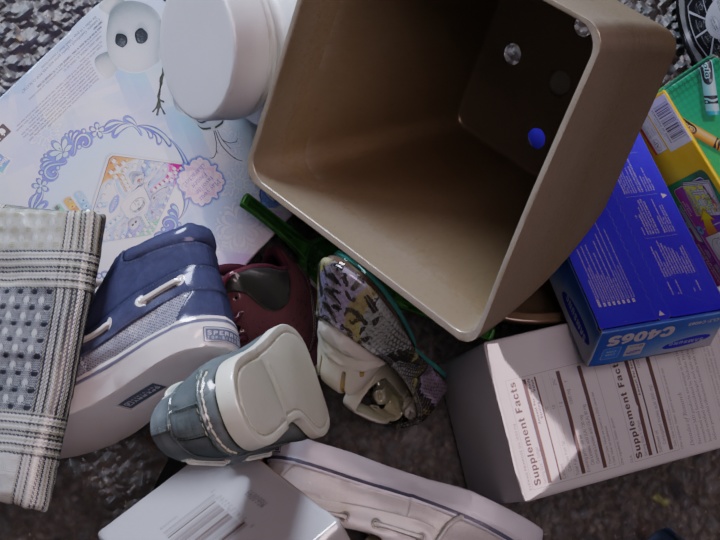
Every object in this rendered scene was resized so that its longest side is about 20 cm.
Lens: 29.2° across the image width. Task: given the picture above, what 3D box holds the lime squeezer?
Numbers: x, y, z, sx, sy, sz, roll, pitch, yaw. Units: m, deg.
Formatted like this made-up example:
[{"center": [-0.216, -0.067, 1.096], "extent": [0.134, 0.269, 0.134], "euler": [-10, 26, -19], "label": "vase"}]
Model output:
[{"center": [0.000, 0.000, 0.971], "extent": [0.199, 0.071, 0.038], "euler": [29, 60, -11], "label": "lime squeezer"}]

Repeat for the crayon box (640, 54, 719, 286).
[{"center": [0.271, -0.047, 1.036], "extent": [0.058, 0.119, 0.201], "euler": [-32, 89, -18], "label": "crayon box"}]

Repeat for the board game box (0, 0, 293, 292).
[{"center": [-0.156, -0.068, 0.963], "extent": [0.199, 0.043, 0.200], "euler": [44, 72, -4], "label": "board game box"}]

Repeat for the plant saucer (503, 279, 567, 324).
[{"center": [0.111, -0.043, 1.007], "extent": [0.198, 0.030, 0.202], "euler": [5, 56, -7], "label": "plant saucer"}]

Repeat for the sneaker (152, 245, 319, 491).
[{"center": [-0.098, 0.065, 0.920], "extent": [0.201, 0.075, 0.116], "euler": [-54, 124, -26], "label": "sneaker"}]

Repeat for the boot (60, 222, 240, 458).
[{"center": [-0.160, 0.050, 0.894], "extent": [0.073, 0.199, 0.091], "euler": [27, 42, -51], "label": "boot"}]

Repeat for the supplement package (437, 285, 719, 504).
[{"center": [0.172, 0.090, 0.986], "extent": [0.198, 0.114, 0.111], "euler": [-12, 82, -16], "label": "supplement package"}]

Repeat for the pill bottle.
[{"center": [-0.028, -0.157, 0.948], "extent": [0.199, 0.114, 0.115], "euler": [-10, 82, -37], "label": "pill bottle"}]

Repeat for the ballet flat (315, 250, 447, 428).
[{"center": [0.008, 0.059, 0.917], "extent": [0.071, 0.200, 0.073], "euler": [-8, 62, 16], "label": "ballet flat"}]

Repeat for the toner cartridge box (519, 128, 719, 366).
[{"center": [0.168, -0.034, 0.959], "extent": [0.094, 0.043, 0.201], "euler": [-9, 55, -13], "label": "toner cartridge box"}]

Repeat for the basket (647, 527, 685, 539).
[{"center": [0.169, 0.261, 0.921], "extent": [0.139, 0.176, 0.200], "euler": [45, 83, 1], "label": "basket"}]

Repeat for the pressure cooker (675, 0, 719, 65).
[{"center": [0.353, -0.226, 1.049], "extent": [0.174, 0.200, 0.180], "euler": [21, 76, -11], "label": "pressure cooker"}]

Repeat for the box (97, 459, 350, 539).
[{"center": [-0.047, 0.227, 0.844], "extent": [0.106, 0.152, 0.201], "euler": [-36, 120, -18], "label": "box"}]

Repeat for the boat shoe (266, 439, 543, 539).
[{"center": [0.024, 0.183, 0.949], "extent": [0.200, 0.075, 0.087], "euler": [20, 75, -8], "label": "boat shoe"}]

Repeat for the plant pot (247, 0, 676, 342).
[{"center": [0.079, -0.107, 0.857], "extent": [0.199, 0.201, 0.176], "euler": [37, 32, 28], "label": "plant pot"}]

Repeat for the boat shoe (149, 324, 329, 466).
[{"center": [-0.068, 0.078, 0.828], "extent": [0.061, 0.200, 0.073], "euler": [-21, 86, 12], "label": "boat shoe"}]

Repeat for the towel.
[{"center": [-0.266, 0.044, 0.871], "extent": [0.198, 0.035, 0.195], "euler": [5, 77, 19], "label": "towel"}]
